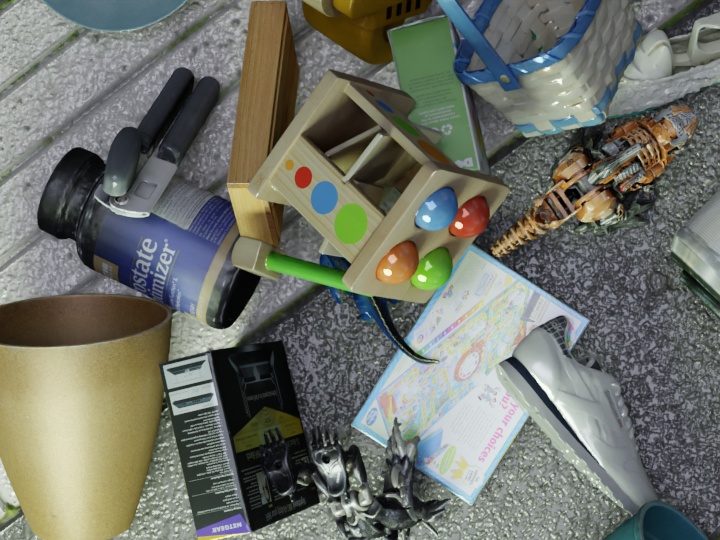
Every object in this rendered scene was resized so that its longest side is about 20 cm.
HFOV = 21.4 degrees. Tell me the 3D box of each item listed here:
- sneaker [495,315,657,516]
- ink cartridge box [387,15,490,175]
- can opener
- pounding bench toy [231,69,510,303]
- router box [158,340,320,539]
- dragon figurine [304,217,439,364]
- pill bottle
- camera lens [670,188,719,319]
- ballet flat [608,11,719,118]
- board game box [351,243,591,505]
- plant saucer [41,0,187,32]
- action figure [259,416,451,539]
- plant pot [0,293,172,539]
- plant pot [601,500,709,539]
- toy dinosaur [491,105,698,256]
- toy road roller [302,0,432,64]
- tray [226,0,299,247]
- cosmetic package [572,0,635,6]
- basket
[{"bbox_3d":[0.208,0.134,1.683,0.080,0.076,0.200,-42,104,-9],"label":"sneaker"},{"bbox_3d":[0.078,-0.113,1.689,0.059,0.104,0.201,-13,76,8],"label":"ink cartridge box"},{"bbox_3d":[-0.179,-0.124,1.708,0.053,0.200,0.067,19,136,6],"label":"can opener"},{"bbox_3d":[0.000,-0.034,1.586,0.156,0.124,0.200,45,109,28],"label":"pounding bench toy"},{"bbox_3d":[-0.104,0.147,1.682,0.052,0.200,0.158,-14,86,15],"label":"router box"},{"bbox_3d":[0.000,0.000,1.706,0.059,0.099,0.201,-27,67,9],"label":"dragon figurine"},{"bbox_3d":[-0.189,-0.035,1.744,0.199,0.112,0.112,25,93,9],"label":"pill bottle"},{"bbox_3d":[0.379,-0.029,1.627,0.160,0.160,0.200,45,96,7],"label":"camera lens"},{"bbox_3d":[0.290,-0.194,1.688,0.199,0.072,0.072,-16,87,5],"label":"ballet flat"},{"bbox_3d":[0.101,0.093,1.734,0.134,0.034,0.200,33,94,8],"label":"board game box"},{"bbox_3d":[-0.225,-0.323,1.792,0.200,0.039,0.202,0,90,9],"label":"plant saucer"},{"bbox_3d":[0.003,0.183,1.688,0.119,0.200,0.102,-16,61,27],"label":"action figure"},{"bbox_3d":[-0.260,0.139,1.735,0.186,0.186,0.201,1,104,9],"label":"plant pot"},{"bbox_3d":[0.228,0.333,1.640,0.188,0.200,0.200,-36,84,22],"label":"plant pot"},{"bbox_3d":[0.202,-0.082,1.669,0.199,0.136,0.103,-14,88,9],"label":"toy dinosaur"},{"bbox_3d":[-0.010,-0.252,1.683,0.123,0.200,0.146,35,126,24],"label":"toy road roller"},{"bbox_3d":[-0.084,-0.131,1.689,0.037,0.099,0.201,1,58,7],"label":"tray"},{"bbox_3d":[0.172,-0.312,1.707,0.200,0.051,0.083,37,128,8],"label":"cosmetic package"},{"bbox_3d":[0.144,-0.223,1.621,0.139,0.177,0.200,-5,131,39],"label":"basket"}]
